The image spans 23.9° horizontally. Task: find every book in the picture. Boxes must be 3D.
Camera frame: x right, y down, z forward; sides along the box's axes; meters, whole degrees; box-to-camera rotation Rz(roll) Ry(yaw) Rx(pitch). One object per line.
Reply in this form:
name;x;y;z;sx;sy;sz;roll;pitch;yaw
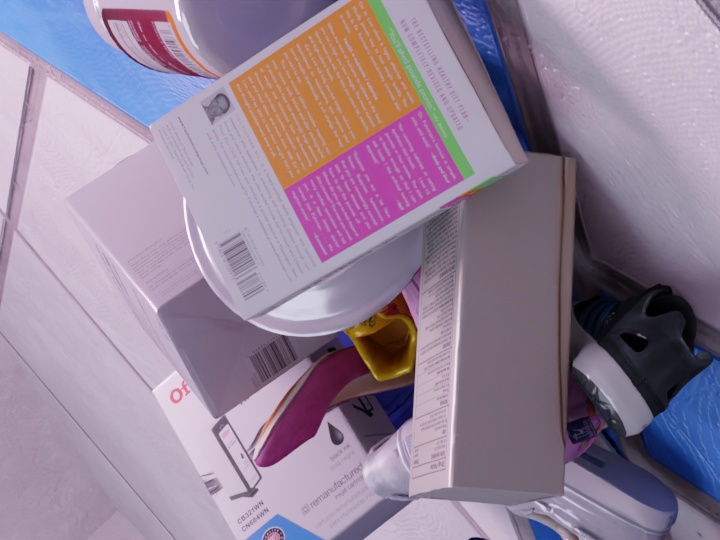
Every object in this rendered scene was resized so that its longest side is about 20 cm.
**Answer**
book;-0.016;-0.074;0.998;0.135;0.199;0.048;64;-156;5

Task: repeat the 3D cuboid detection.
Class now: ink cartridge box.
ink cartridge box;-0.060;0.138;1.406;0.201;0.146;0.084;56;-160;18

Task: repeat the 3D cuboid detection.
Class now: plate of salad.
plate of salad;-0.030;-0.056;1.141;0.200;0.201;0.048;40;-168;25

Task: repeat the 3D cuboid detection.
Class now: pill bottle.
pill bottle;-0.109;-0.188;1.145;0.199;0.114;0.115;18;145;59

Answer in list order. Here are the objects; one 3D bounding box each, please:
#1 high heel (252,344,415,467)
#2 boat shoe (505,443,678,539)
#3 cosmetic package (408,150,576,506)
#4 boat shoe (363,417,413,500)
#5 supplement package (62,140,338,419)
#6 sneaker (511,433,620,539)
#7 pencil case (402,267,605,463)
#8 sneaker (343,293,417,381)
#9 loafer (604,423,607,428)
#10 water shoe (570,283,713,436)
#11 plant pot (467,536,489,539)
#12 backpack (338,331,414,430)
high heel;0.002;0.099;1.321;0.096;0.200;0.067;42;144;-1
boat shoe;0.128;0.145;1.217;0.198;0.069;0.072;26;-158;9
cosmetic package;0.078;0.036;1.024;0.072;0.203;0.104;5;169;-12
boat shoe;0.060;0.144;1.323;0.073;0.068;0.200;65;-159;3
supplement package;-0.127;-0.004;1.330;0.200;0.121;0.120;43;163;50
sneaker;0.133;0.136;1.278;0.200;0.081;0.077;50;164;2
pencil case;0.083;0.044;1.127;0.201;0.087;0.088;61;167;21
sneaker;0.000;0.000;1.231;0.078;0.072;0.201;-90;-26;-46
loafer;0.100;0.051;1.203;0.199;0.068;0.076;38;159;33
water shoe;0.170;0.048;1.034;0.072;0.079;0.200;55;-173;-8
plant pot;0.159;0.336;1.342;0.198;0.202;0.180;25;165;-7
backpack;-0.042;0.150;1.531;0.162;0.200;0.168;41;161;26
